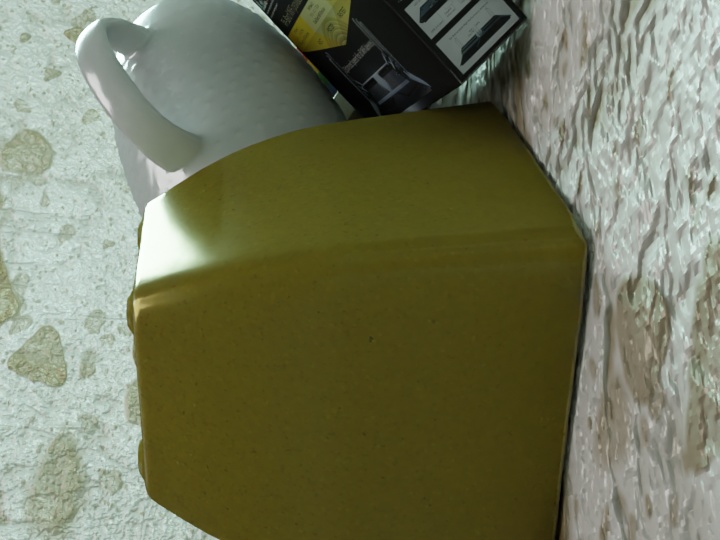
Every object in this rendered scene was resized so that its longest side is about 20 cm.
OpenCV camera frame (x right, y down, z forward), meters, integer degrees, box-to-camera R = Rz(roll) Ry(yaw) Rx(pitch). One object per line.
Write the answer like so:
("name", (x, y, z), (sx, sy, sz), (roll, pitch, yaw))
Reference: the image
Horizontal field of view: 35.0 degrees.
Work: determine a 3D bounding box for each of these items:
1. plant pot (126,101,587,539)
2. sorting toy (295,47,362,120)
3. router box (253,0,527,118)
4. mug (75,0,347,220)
("plant pot", (-0.015, 0.034, 0.590), (0.196, 0.199, 0.195), (-103, 13, -63))
("sorting toy", (-0.041, -0.121, 0.933), (0.199, 0.069, 0.200), (-59, 0, -12))
("router box", (-0.005, -0.161, 0.648), (0.157, 0.052, 0.200), (46, 172, -8))
("mug", (-0.101, -0.096, 0.734), (0.200, 0.147, 0.176), (21, -145, -57))
